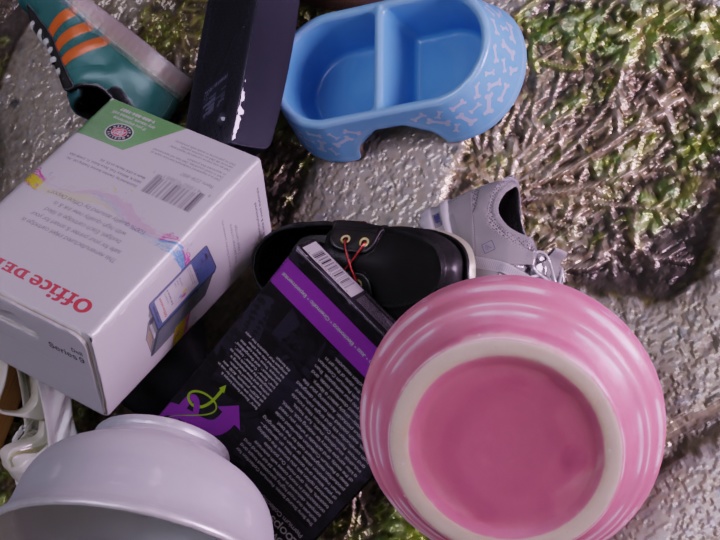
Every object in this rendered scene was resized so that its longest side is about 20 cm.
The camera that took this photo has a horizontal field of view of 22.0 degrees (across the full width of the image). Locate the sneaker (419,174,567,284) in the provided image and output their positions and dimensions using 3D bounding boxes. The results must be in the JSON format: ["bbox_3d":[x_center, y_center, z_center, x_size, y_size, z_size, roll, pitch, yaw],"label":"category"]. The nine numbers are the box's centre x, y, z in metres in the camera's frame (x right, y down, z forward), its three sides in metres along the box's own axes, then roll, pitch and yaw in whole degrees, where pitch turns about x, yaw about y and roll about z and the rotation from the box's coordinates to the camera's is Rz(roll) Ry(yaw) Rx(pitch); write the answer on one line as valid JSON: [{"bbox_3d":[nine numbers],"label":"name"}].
[{"bbox_3d":[0.109,0.017,1.257,0.082,0.075,0.201,-35,60,15],"label":"sneaker"}]

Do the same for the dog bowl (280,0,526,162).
[{"bbox_3d":[0.023,-0.149,1.377,0.199,0.050,0.112,-9,69,26],"label":"dog bowl"}]

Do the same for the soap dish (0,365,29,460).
[{"bbox_3d":[-0.306,0.051,1.440,0.157,0.081,0.201,8,75,58],"label":"soap dish"}]

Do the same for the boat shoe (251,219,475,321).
[{"bbox_3d":[0.000,0.003,1.288,0.201,0.063,0.074,3,83,51],"label":"boat shoe"}]

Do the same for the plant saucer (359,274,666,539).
[{"bbox_3d":[0.095,0.104,1.184,0.199,0.051,0.202,3,109,10],"label":"plant saucer"}]

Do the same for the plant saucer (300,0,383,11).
[{"bbox_3d":[-0.003,-0.303,1.456,0.199,0.032,0.202,-10,68,26],"label":"plant saucer"}]

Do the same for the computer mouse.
[{"bbox_3d":[-0.183,0.036,1.390,0.139,0.053,0.200,-53,42,7],"label":"computer mouse"}]

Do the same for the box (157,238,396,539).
[{"bbox_3d":[-0.046,0.098,1.277,0.143,0.036,0.200,45,114,8],"label":"box"}]

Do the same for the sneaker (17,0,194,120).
[{"bbox_3d":[-0.226,-0.174,1.506,0.200,0.071,0.080,37,89,32],"label":"sneaker"}]

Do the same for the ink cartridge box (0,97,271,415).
[{"bbox_3d":[-0.179,-0.014,1.318,0.145,0.088,0.200,23,51,25],"label":"ink cartridge box"}]

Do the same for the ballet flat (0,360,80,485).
[{"bbox_3d":[-0.242,0.112,1.378,0.069,0.069,0.202,2,101,29],"label":"ballet flat"}]

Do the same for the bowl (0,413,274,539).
[{"bbox_3d":[-0.142,0.157,1.241,0.200,0.201,0.091,-5,58,27],"label":"bowl"}]

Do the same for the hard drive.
[{"bbox_3d":[-0.089,-0.171,1.412,0.135,0.042,0.202,153,129,-63],"label":"hard drive"}]
